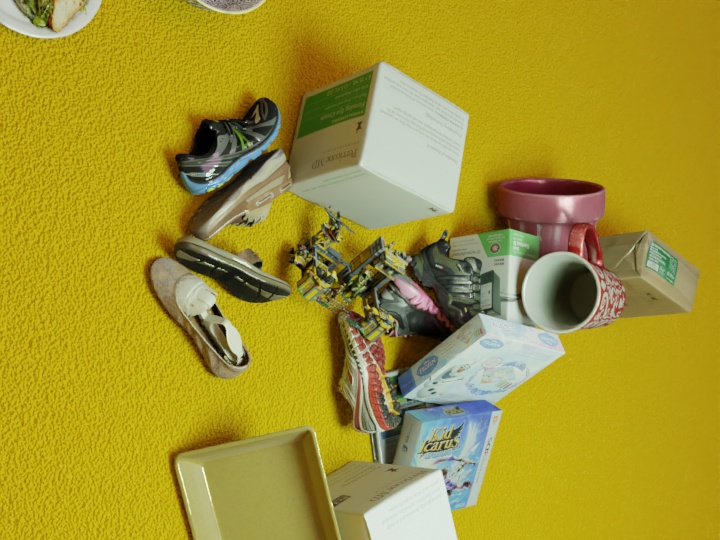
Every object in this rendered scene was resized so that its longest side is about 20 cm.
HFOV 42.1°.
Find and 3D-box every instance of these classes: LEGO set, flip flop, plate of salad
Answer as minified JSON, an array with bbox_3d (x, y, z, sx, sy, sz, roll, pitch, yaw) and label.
[{"bbox_3d":[0.000,0.000,1.424,0.200,0.116,0.154,39,27,-24],"label":"LEGO set"},{"bbox_3d":[-0.175,-0.008,1.327,0.199,0.081,0.058,30,54,-35],"label":"flip flop"},{"bbox_3d":[-0.411,-0.396,1.182,0.199,0.048,0.202,6,81,-41],"label":"plate of salad"}]

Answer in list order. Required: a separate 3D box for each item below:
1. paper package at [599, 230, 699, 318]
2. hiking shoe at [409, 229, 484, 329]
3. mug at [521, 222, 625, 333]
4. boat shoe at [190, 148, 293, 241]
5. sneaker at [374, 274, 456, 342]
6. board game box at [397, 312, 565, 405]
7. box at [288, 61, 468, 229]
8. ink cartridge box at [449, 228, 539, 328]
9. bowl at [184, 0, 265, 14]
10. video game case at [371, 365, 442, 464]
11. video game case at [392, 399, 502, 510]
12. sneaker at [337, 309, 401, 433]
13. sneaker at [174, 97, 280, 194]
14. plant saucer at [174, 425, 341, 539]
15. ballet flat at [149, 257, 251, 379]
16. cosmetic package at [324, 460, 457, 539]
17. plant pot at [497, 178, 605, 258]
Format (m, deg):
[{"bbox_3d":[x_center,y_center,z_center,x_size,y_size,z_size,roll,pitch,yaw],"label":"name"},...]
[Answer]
[{"bbox_3d":[0.554,0.012,1.901,0.199,0.190,0.104,29,66,-35],"label":"paper package"},{"bbox_3d":[0.172,0.028,1.562,0.200,0.101,0.076,51,10,13],"label":"hiking shoe"},{"bbox_3d":[0.386,0.025,1.593,0.178,0.133,0.200,-56,152,15],"label":"mug"},{"bbox_3d":[-0.162,-0.098,1.351,0.200,0.075,0.072,-46,116,-34],"label":"boat shoe"},{"bbox_3d":[0.086,0.080,1.563,0.095,0.079,0.200,-46,133,3],"label":"sneaker"},{"bbox_3d":[0.198,0.155,1.533,0.199,0.199,0.044,16,45,-39],"label":"board game box"},{"bbox_3d":[0.024,-0.183,1.444,0.199,0.198,0.173,22,71,-36],"label":"box"},{"bbox_3d":[0.230,0.039,1.636,0.084,0.145,0.202,12,77,-41],"label":"ink cartridge box"},{"bbox_3d":[-0.224,-0.449,1.325,0.200,0.094,0.203,7,79,-42],"label":"bowl"},{"bbox_3d":[0.094,0.253,1.570,0.199,0.022,0.184,-7,89,-41],"label":"video game case"},{"bbox_3d":[0.135,0.312,1.535,0.199,0.045,0.183,0,109,-43],"label":"video game case"},{"bbox_3d":[-0.006,0.157,1.458,0.078,0.082,0.201,14,57,-56],"label":"sneaker"},{"bbox_3d":[-0.187,-0.192,1.341,0.200,0.070,0.083,-48,121,-32],"label":"sneaker"},{"bbox_3d":[-0.134,0.320,1.280,0.048,0.198,0.202,-58,135,-82],"label":"plant saucer"},{"bbox_3d":[-0.212,0.062,1.289,0.201,0.067,0.068,57,49,-21],"label":"ballet flat"},{"bbox_3d":[0.015,0.388,1.362,0.164,0.199,0.166,-19,97,-42],"label":"cosmetic package"},{"bbox_3d":[0.352,-0.070,1.743,0.199,0.199,0.181,-14,109,-42],"label":"plant pot"}]
